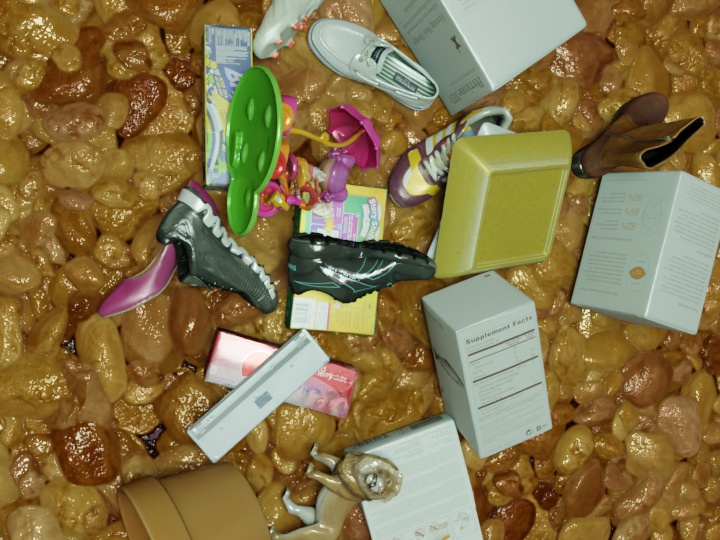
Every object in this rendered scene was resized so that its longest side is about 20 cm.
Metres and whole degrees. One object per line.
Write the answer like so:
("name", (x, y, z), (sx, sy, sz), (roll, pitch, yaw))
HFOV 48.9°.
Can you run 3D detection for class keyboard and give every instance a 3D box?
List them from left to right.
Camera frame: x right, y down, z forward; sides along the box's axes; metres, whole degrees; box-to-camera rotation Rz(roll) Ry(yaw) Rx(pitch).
("keyboard", (-0.130, 0.160, 1.019), (0.199, 0.011, 0.057), (-41, 106, -6))

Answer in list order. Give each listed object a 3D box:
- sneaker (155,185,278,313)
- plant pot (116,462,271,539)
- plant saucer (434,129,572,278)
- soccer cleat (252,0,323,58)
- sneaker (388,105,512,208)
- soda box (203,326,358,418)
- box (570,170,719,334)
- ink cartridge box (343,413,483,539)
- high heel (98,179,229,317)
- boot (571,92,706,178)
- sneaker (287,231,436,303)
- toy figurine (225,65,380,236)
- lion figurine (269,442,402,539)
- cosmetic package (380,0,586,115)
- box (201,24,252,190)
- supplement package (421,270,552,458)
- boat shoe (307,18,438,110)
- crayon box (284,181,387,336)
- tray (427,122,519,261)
("sneaker", (-0.185, -0.004, 1.001), (0.091, 0.066, 0.201), (-48, 120, -19))
("plant pot", (-0.199, 0.332, 0.984), (0.138, 0.199, 0.203), (-21, 96, -28))
("plant saucer", (0.203, -0.081, 1.072), (0.197, 0.048, 0.203), (-9, 120, -28))
("soccer cleat", (-0.090, -0.364, 1.054), (0.077, 0.069, 0.201), (37, 72, -3))
("sneaker", (0.122, -0.163, 1.093), (0.200, 0.090, 0.075), (-42, 98, -11))
("soda box", (-0.106, 0.137, 1.059), (0.197, 0.063, 0.071), (17, 87, -12))
("box", (0.408, -0.028, 1.124), (0.105, 0.152, 0.203), (16, 88, -26))
("ink cartridge box", (0.078, 0.323, 1.117), (0.158, 0.047, 0.203), (-17, 98, -12))
("high heel", (-0.264, -0.027, 1.012), (0.199, 0.067, 0.097), (-35, 108, -15))
("boot", (0.405, -0.201, 1.104), (0.187, 0.200, 0.069), (-31, 98, -11))
("sneaker", (0.000, 0.000, 1.027), (0.196, 0.075, 0.081), (6, 103, -7))
("toy figurine", (-0.060, -0.137, 0.986), (0.182, 0.150, 0.204), (2, 106, -33))
("lion figurine", (-0.036, 0.310, 1.054), (0.121, 0.073, 0.201), (29, 116, -9))
("cosmetic package", (0.158, -0.350, 1.060), (0.165, 0.167, 0.202), (-35, 98, -11))
("box", (-0.174, -0.208, 1.033), (0.063, 0.070, 0.204), (0, 91, -14))
("supplement package", (0.171, 0.124, 1.067), (0.116, 0.117, 0.203), (-19, 115, -11))
("boat shoe", (0.023, -0.289, 1.081), (0.197, 0.067, 0.075), (23, 85, -12))
("crayon box", (-0.034, -0.017, 1.076), (0.117, 0.058, 0.204), (6, 89, -14))
("tray", (0.171, -0.094, 1.089), (0.106, 0.022, 0.203), (10, 110, -35))
